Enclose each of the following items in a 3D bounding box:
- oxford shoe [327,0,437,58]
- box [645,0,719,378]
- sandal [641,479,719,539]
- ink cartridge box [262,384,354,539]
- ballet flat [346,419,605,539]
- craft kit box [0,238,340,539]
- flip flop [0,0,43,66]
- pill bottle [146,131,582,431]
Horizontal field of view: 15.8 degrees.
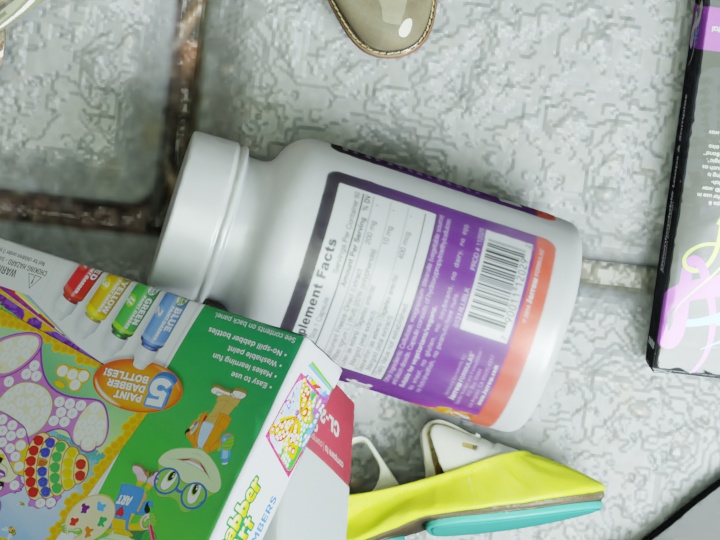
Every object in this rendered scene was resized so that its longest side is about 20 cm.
[{"bbox_3d":[0.000,-0.201,1.267,0.070,0.075,0.201,-11,100,-1],"label":"oxford shoe"},{"bbox_3d":[0.230,-0.039,1.329,0.142,0.036,0.201,7,98,-4],"label":"box"},{"bbox_3d":[0.146,0.182,1.356,0.200,0.045,0.075,-42,100,4],"label":"sandal"},{"bbox_3d":[-0.087,0.148,1.248,0.145,0.083,0.201,-7,63,20],"label":"ink cartridge box"},{"bbox_3d":[0.024,0.114,1.333,0.199,0.067,0.067,-14,79,1],"label":"ballet flat"},{"bbox_3d":[-0.137,0.099,1.210,0.199,0.049,0.198,16,76,31],"label":"craft kit box"},{"bbox_3d":[-0.196,-0.107,1.279,0.200,0.081,0.058,-34,114,-3],"label":"flip flop"},{"bbox_3d":[0.000,0.000,1.284,0.199,0.111,0.112,18,98,-6],"label":"pill bottle"}]
